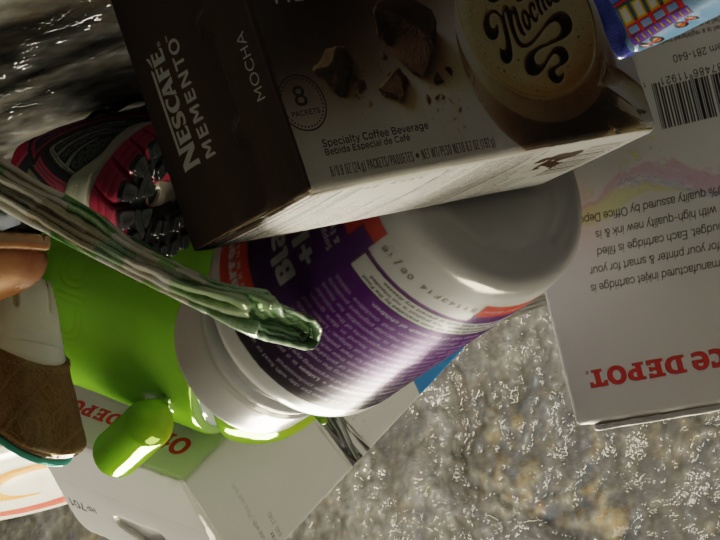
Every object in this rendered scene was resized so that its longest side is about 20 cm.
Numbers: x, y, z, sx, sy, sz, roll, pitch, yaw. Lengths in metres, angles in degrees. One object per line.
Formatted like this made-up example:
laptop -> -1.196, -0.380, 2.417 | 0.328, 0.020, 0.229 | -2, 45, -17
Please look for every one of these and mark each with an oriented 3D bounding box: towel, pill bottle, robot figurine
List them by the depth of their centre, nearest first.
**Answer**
towel -> -0.114, -0.021, 1.214 | 0.200, 0.023, 0.153 | 26, 179, 8
pill bottle -> 0.000, 0.000, 1.326 | 0.111, 0.112, 0.200 | -12, 163, -41
robot figurine -> -0.089, 0.018, 1.490 | 0.200, 0.176, 0.116 | 18, 149, 20

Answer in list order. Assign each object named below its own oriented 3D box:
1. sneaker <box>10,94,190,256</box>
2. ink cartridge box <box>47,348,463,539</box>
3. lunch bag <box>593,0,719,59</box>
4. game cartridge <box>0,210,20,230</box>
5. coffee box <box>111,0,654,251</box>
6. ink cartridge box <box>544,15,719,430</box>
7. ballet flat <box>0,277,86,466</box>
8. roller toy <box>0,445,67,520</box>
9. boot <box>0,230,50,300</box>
sneaker -> -0.090, -0.056, 1.391 | 0.075, 0.081, 0.200 | 14, -169, 24
ink cartridge box -> -0.063, 0.063, 1.607 | 0.146, 0.086, 0.200 | 15, -130, 44
lunch bag -> 0.186, -0.172, 1.088 | 0.200, 0.094, 0.150 | -25, 177, -39
game cartridge -> -0.264, -0.014, 1.389 | 0.200, 0.042, 0.133 | -17, 178, -4
coffee box -> 0.012, -0.085, 1.182 | 0.200, 0.113, 0.080 | -11, 170, -42
ink cartridge box -> 0.152, -0.041, 1.313 | 0.145, 0.201, 0.084 | -12, -177, 40
ballet flat -> -0.188, 0.024, 1.448 | 0.068, 0.072, 0.200 | 15, -166, -37
roller toy -> -0.212, 0.060, 1.716 | 0.182, 0.140, 0.200 | -26, 162, 28
boot -> -0.224, 0.070, 1.363 | 0.200, 0.156, 0.077 | -17, 174, -6
